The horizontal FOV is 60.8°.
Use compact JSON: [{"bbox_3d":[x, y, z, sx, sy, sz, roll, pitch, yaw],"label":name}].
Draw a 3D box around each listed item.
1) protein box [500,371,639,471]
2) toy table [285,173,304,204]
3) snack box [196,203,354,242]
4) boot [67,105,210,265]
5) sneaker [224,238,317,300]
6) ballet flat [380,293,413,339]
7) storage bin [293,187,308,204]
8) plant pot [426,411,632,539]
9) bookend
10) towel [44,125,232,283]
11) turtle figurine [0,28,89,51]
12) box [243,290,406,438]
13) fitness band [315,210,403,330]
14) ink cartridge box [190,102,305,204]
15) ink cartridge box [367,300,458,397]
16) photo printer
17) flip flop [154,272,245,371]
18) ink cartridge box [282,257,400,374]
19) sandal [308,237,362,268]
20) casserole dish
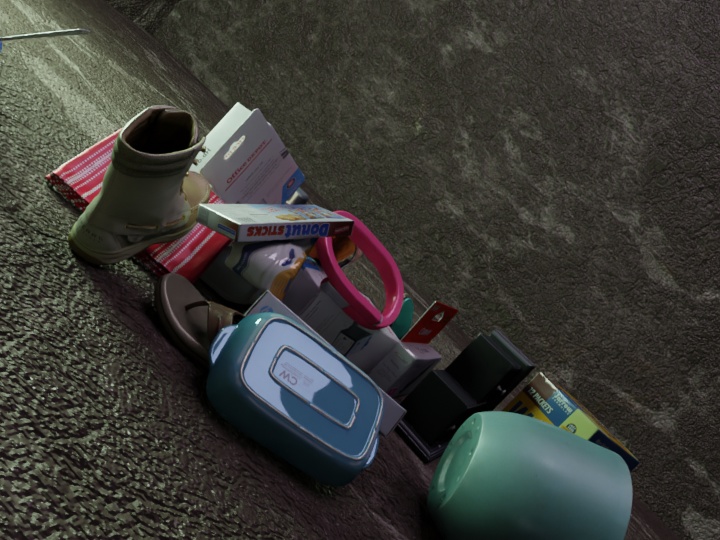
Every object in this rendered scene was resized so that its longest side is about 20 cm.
[{"bbox_3d":[0.308,0.310,1.005,0.198,0.200,0.135,36,10,-40],"label":"protein box"},{"bbox_3d":[-0.183,-0.121,1.037,0.117,0.184,0.200,33,45,-5],"label":"toy table"},{"bbox_3d":[-0.095,-0.060,0.740,0.072,0.024,0.200,24,18,33],"label":"snack box"},{"bbox_3d":[-0.201,-0.101,0.642,0.072,0.155,0.200,40,32,2],"label":"boot"},{"bbox_3d":[-0.109,-0.030,0.770,0.088,0.075,0.200,29,11,-3],"label":"sneaker"},{"bbox_3d":[0.056,0.109,1.098,0.071,0.071,0.200,49,-25,41],"label":"ballet flat"},{"bbox_3d":[-0.200,-0.144,1.186,0.200,0.134,0.146,43,8,-1],"label":"storage bin"},{"bbox_3d":[0.173,0.256,0.695,0.161,0.201,0.201,29,7,1],"label":"plant pot"},{"bbox_3d":[0.163,0.186,0.960,0.092,0.200,0.199,45,7,21],"label":"bookend"},{"bbox_3d":[-0.244,-0.081,0.732,0.200,0.022,0.145,41,46,-5],"label":"towel"},{"bbox_3d":[-0.420,-0.262,0.587,0.194,0.200,0.144,-36,111,-60],"label":"turtle figurine"},{"bbox_3d":[-0.052,0.107,0.718,0.200,0.041,0.156,41,-13,-6],"label":"box"},{"bbox_3d":[0.000,0.000,0.921,0.200,0.037,0.144,47,39,-31],"label":"fitness band"},{"bbox_3d":[-0.163,-0.146,0.852,0.067,0.116,0.200,38,-8,21],"label":"ink cartridge box"},{"bbox_3d":[0.101,0.135,1.018,0.044,0.174,0.200,45,8,19],"label":"ink cartridge box"},{"bbox_3d":[-0.197,-0.036,0.846,0.200,0.069,0.166,42,8,-5],"label":"photo printer"},{"bbox_3d":[-0.129,0.075,0.612,0.200,0.058,0.081,48,13,17],"label":"flip flop"},{"bbox_3d":[-0.047,0.068,0.983,0.200,0.086,0.146,34,11,-38],"label":"ink cartridge box"},{"bbox_3d":[-0.043,-0.030,0.975,0.059,0.079,0.207,44,16,20],"label":"sandal"},{"bbox_3d":[-0.051,0.116,0.583,0.200,0.039,0.121,38,45,-14],"label":"casserole dish"}]
